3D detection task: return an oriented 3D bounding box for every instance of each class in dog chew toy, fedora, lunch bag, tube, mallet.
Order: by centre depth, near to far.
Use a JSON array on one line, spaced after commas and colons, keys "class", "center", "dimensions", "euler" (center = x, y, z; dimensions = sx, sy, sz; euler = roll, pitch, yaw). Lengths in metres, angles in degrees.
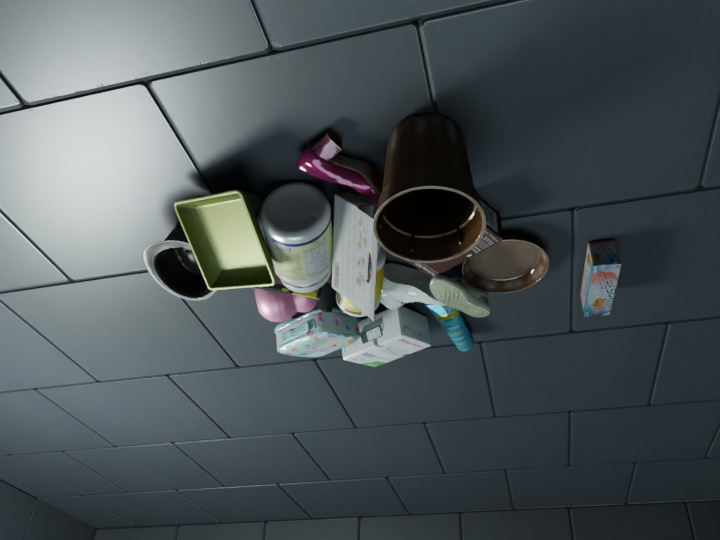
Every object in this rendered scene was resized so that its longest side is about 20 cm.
[{"class": "mallet", "center": [-0.141, 0.036, 1.456], "dimensions": [0.195, 0.068, 0.041], "euler": [20, 176, -26]}, {"class": "fedora", "center": [-0.385, -0.027, 1.475], "dimensions": [0.172, 0.092, 0.202], "euler": [-14, 134, 19]}, {"class": "dog chew toy", "center": [-0.147, 0.046, 1.541], "dimensions": [0.193, 0.127, 0.126], "euler": [-11, 144, -4]}, {"class": "lunch bag", "center": [-0.106, 0.149, 1.609], "dimensions": [0.197, 0.079, 0.158], "euler": [-25, 153, 33]}, {"class": "tube", "center": [0.238, 0.133, 1.703], "dimensions": [0.076, 0.051, 0.201], "euler": [-21, 133, 18]}]

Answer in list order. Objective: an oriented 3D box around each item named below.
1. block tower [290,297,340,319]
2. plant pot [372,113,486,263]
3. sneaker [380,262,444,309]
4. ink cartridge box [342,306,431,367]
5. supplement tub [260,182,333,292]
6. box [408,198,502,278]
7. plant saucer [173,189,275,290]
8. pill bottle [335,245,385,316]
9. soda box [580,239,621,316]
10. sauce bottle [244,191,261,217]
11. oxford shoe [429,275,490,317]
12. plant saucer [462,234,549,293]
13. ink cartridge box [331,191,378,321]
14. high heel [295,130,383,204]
[{"class": "block tower", "center": [-0.106, 0.081, 1.636], "dimensions": [0.197, 0.059, 0.054], "euler": [-27, 136, 32]}, {"class": "plant pot", "center": [0.122, -0.156, 1.182], "dimensions": [0.193, 0.203, 0.203], "euler": [2, 144, 2]}, {"class": "sneaker", "center": [0.125, 0.052, 1.580], "dimensions": [0.194, 0.075, 0.116], "euler": [19, 145, -10]}, {"class": "ink cartridge box", "center": [0.066, 0.174, 1.705], "dimensions": [0.197, 0.087, 0.144], "euler": [-25, 151, 31]}, {"class": "supplement tub", "center": [-0.125, -0.063, 1.366], "dimensions": [0.140, 0.149, 0.203], "euler": [0, 144, 3]}, {"class": "box", "center": [0.194, -0.071, 1.401], "dimensions": [0.099, 0.077, 0.198], "euler": [29, 138, -33]}, {"class": "plant saucer", "center": [-0.265, -0.066, 1.337], "dimensions": [0.195, 0.048, 0.205], "euler": [-4, 115, 34]}, {"class": "pill bottle", "center": [0.000, 0.000, 1.466], "dimensions": [0.105, 0.112, 0.203], "euler": [3, 137, -2]}, {"class": "soda box", "center": [0.546, 0.021, 1.505], "dimensions": [0.061, 0.070, 0.202], "euler": [-4, 142, 10]}, {"class": "sauce bottle", "center": [-0.265, -0.083, 1.417], "dimensions": [0.063, 0.066, 0.201], "euler": [13, 141, -15]}, {"class": "oxford shoe", "center": [0.228, 0.050, 1.516], "dimensions": [0.197, 0.059, 0.074], "euler": [26, 145, -36]}, {"class": "plant saucer", "center": [0.327, -0.018, 1.497], "dimensions": [0.193, 0.035, 0.203], "euler": [2, 143, 2]}, {"class": "ink cartridge box", "center": [0.002, -0.031, 1.293], "dimensions": [0.044, 0.175, 0.206], "euler": [-11, 117, -29]}, {"class": "high heel", "center": [-0.030, -0.175, 1.275], "dimensions": [0.095, 0.068, 0.200], "euler": [-34, 116, 27]}]
